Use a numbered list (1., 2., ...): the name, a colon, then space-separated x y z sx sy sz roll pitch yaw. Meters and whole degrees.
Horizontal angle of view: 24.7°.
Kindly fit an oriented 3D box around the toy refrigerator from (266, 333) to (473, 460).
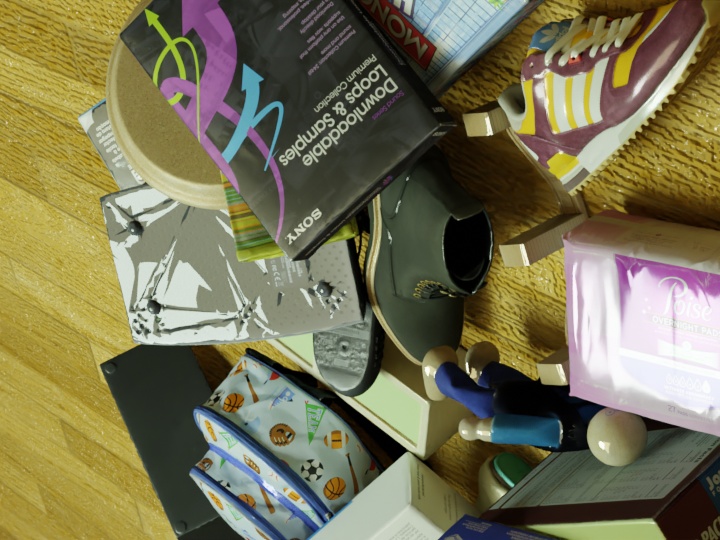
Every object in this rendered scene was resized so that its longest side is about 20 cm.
1. toy refrigerator: -0.001 0.064 1.363 0.200 0.070 0.076 36 145 27

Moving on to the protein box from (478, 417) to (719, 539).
1. protein box: 0.219 0.214 1.116 0.200 0.135 0.199 -18 106 57

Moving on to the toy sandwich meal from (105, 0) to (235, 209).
1. toy sandwich meal: -0.083 -0.132 1.189 0.205 0.205 0.070 44 -178 15

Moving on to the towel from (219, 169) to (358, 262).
1. towel: -0.064 -0.110 1.132 0.018 0.086 0.201 31 -135 -82

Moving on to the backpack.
1. backpack: -0.062 0.168 1.445 0.200 0.154 0.191 21 148 41

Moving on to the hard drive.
1. hard drive: -0.095 -0.014 1.268 0.199 0.042 0.136 -6 104 22

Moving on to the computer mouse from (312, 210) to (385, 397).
1. computer mouse: 0.000 0.000 1.281 0.058 0.034 0.201 14 104 30

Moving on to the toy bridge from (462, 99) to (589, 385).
1. toy bridge: 0.126 -0.021 1.112 0.027 0.067 0.201 -2 110 52

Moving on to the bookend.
1. bookend: -0.166 0.194 1.671 0.199 0.092 0.200 61 173 25

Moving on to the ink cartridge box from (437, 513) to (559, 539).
1. ink cartridge box: 0.122 0.265 1.122 0.094 0.044 0.201 7 126 49

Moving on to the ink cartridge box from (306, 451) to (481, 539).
1. ink cartridge box: 0.061 0.271 1.352 0.200 0.084 0.146 42 109 -17

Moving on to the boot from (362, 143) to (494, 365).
1. boot: 0.056 0.010 1.183 0.138 0.077 0.201 -128 19 -55

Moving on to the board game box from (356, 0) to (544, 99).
1. board game box: 0.026 -0.193 1.087 0.200 0.062 0.200 45 147 13

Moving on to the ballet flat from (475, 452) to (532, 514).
1. ballet flat: 0.164 0.226 1.300 0.200 0.069 0.070 43 148 30

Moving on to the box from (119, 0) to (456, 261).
1. box: -0.051 -0.126 1.088 0.143 0.036 0.200 -42 81 21

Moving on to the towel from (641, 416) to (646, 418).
1. towel: 0.222 0.137 1.185 0.200 0.023 0.144 44 146 16

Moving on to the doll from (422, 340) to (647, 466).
1. doll: 0.123 0.097 1.145 0.200 0.136 0.049 20 111 54

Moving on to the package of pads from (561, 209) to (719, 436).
1. package of pads: 0.218 0.036 1.027 0.200 0.075 0.121 13 117 45

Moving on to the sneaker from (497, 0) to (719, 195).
1. sneaker: 0.144 -0.122 0.988 0.090 0.075 0.200 44 147 4

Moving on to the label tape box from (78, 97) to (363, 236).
1. label tape box: -0.111 -0.077 1.312 0.143 0.066 0.201 -29 92 27
